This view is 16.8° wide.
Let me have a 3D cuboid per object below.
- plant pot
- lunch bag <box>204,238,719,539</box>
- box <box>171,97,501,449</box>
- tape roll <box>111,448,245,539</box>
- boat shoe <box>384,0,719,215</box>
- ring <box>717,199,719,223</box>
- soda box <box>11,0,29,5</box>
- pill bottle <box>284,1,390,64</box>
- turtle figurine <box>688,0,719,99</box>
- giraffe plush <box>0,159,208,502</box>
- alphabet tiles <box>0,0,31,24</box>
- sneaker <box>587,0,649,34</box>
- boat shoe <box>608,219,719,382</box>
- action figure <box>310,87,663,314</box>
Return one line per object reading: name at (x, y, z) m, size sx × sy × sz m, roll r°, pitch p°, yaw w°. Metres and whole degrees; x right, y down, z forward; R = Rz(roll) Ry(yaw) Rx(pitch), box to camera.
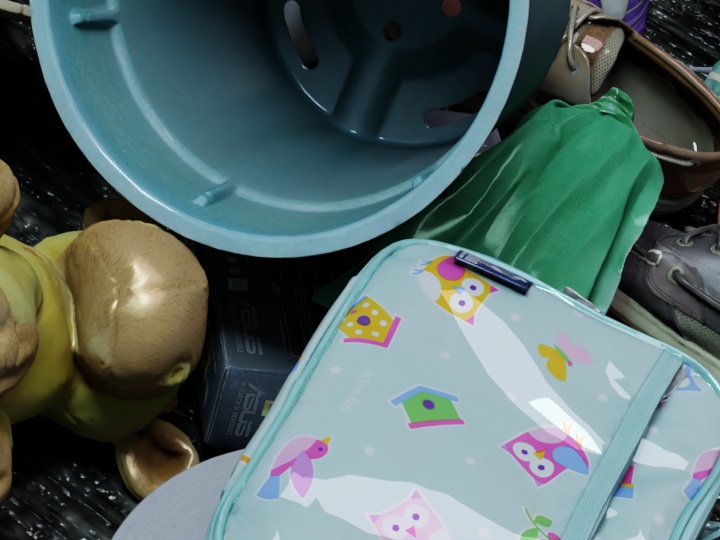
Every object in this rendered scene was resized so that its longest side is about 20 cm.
plant pot at (-0.005, -0.117, 1.004) m, size 0.200 × 0.201 × 0.196 m, roll 28°, pitch 15°, yaw 12°
lunch bag at (0.042, 0.085, 0.854) m, size 0.160 × 0.077 × 0.200 m, roll 25°, pitch 48°, yaw 9°
box at (0.000, 0.000, 1.076) m, size 0.157 × 0.051 × 0.200 m, roll 5°, pitch 40°, yaw -16°
tape roll at (-0.004, 0.155, 0.878) m, size 0.200 × 0.066 × 0.201 m, roll 11°, pitch 40°, yaw -9°
boat shoe at (0.099, -0.103, 1.170) m, size 0.200 × 0.072 × 0.076 m, roll 30°, pitch 65°, yaw -14°
ring at (0.275, -0.004, 1.215) m, size 0.200 × 0.019 × 0.201 m, roll 10°, pitch 40°, yaw -9°
soda box at (-0.102, -0.192, 1.248) m, size 0.200 × 0.071 × 0.063 m, roll -24°, pitch 53°, yaw -40°
pill bottle at (-0.014, -0.165, 1.218) m, size 0.200 × 0.112 × 0.112 m, roll -22°, pitch 53°, yaw -38°
turtle figurine at (0.226, -0.131, 1.284) m, size 0.200 × 0.101 × 0.150 m, roll 31°, pitch 38°, yaw 10°
giraffe plush at (-0.129, 0.026, 0.942) m, size 0.162 × 0.173 × 0.200 m, roll 5°, pitch 5°, yaw -31°
alphabet tiles at (-0.186, -0.124, 1.086) m, size 0.166 × 0.006 × 0.200 m, roll 14°, pitch 3°, yaw -20°
sneaker at (0.116, -0.171, 1.315) m, size 0.080 × 0.084 × 0.200 m, roll -3°, pitch 24°, yaw 0°
boat shoe at (0.161, 0.010, 1.092) m, size 0.200 × 0.065 × 0.073 m, roll 40°, pitch 23°, yaw 8°
action figure at (0.074, -0.015, 1.029) m, size 0.118 × 0.055 × 0.200 m, roll 31°, pitch 49°, yaw 8°
